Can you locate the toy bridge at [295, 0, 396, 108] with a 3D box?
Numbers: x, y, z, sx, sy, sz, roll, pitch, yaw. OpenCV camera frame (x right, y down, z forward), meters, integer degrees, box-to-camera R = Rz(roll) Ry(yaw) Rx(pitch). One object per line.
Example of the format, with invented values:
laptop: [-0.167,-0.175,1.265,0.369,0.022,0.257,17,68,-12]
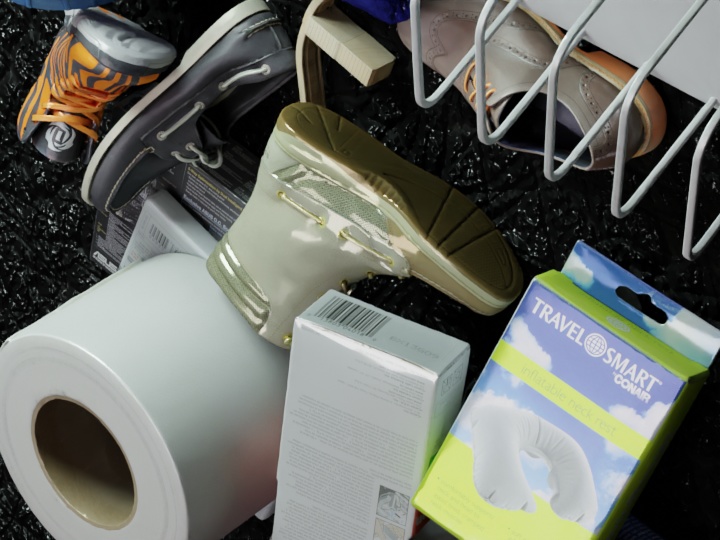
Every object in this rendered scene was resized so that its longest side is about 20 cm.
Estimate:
toy bridge: [-0.009,-0.152,1.611,0.067,0.027,0.200,42,138,20]

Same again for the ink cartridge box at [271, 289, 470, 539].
ink cartridge box: [0.004,0.123,1.615,0.109,0.050,0.200,22,124,22]

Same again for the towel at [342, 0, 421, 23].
towel: [-0.045,-0.244,1.525,0.200,0.050,0.148,36,165,45]

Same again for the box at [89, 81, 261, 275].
box: [-0.110,-0.021,1.782,0.200,0.050,0.158,37,135,25]

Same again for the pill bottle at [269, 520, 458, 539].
pill bottle: [-0.002,0.199,1.757,0.113,0.113,0.200,48,140,13]

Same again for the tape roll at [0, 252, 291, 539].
tape roll: [-0.149,0.106,1.722,0.203,0.139,0.203,25,132,32]

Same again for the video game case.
video game case: [-0.108,0.064,1.779,0.200,0.023,0.182,44,139,15]

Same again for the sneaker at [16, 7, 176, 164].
sneaker: [-0.189,-0.125,1.705,0.200,0.077,0.112,-136,68,-75]

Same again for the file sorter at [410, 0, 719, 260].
file sorter: [0.138,-0.121,1.350,0.200,0.125,0.139,31,154,20]

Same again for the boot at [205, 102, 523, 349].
boot: [0.000,0.000,1.626,0.200,0.072,0.155,36,123,9]

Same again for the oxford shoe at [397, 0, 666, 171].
oxford shoe: [0.091,-0.121,1.489,0.200,0.073,0.071,29,132,32]

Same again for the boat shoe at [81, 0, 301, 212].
boat shoe: [-0.119,-0.101,1.684,0.200,0.073,0.063,-46,78,22]

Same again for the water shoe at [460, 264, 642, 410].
water shoe: [0.118,0.074,1.578,0.072,0.079,0.200,47,139,14]

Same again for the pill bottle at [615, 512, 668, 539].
pill bottle: [0.170,0.222,1.591,0.200,0.112,0.112,37,136,26]

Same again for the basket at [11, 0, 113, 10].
basket: [-0.221,-0.241,1.663,0.200,0.176,0.139,-27,85,42]

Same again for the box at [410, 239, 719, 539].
box: [0.130,0.097,1.513,0.122,0.048,0.200,34,110,19]
